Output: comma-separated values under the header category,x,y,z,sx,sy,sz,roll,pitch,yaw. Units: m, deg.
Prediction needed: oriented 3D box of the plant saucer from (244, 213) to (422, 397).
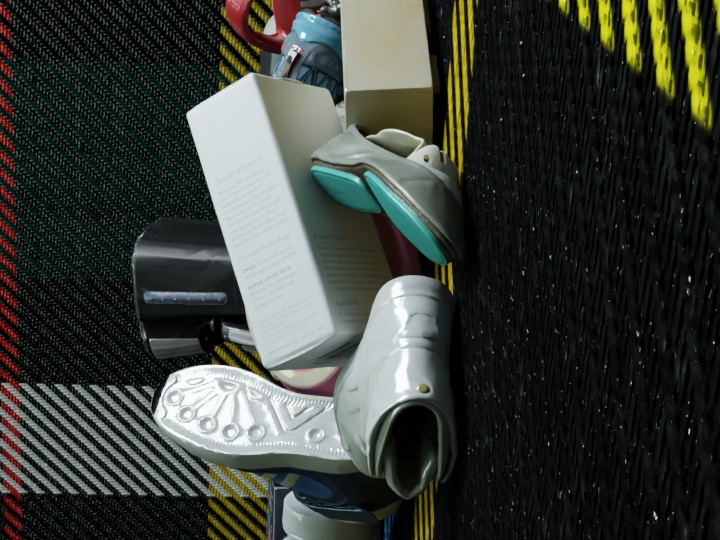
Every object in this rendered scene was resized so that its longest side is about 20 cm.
category,x,y,z,sx,sy,sz,roll,pitch,yaw
plant saucer,-0.032,0.016,1.137,0.200,0.051,0.202,3,94,52

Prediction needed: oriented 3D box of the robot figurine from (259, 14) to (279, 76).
category,x,y,z,sx,sy,sz,roll,pitch,yaw
robot figurine,-0.055,-0.210,1.659,0.150,0.124,0.201,9,98,50

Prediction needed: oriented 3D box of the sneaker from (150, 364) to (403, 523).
category,x,y,z,sx,sy,sz,roll,pitch,yaw
sneaker,-0.059,0.151,1.144,0.147,0.199,0.081,74,-151,-54

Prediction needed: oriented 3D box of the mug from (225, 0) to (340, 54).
category,x,y,z,sx,sy,sz,roll,pitch,yaw
mug,-0.052,-0.284,1.397,0.200,0.177,0.134,92,164,-63

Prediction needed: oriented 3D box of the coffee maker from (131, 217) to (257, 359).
category,x,y,z,sx,sy,sz,roll,pitch,yaw
coffee maker,-0.111,-0.005,1.392,0.135,0.199,0.193,26,-113,-77

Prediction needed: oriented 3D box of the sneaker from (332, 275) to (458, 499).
category,x,y,z,sx,sy,sz,roll,pitch,yaw
sneaker,0.020,0.109,0.948,0.200,0.073,0.116,100,174,-50

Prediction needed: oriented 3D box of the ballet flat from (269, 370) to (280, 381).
category,x,y,z,sx,sy,sz,roll,pitch,yaw
ballet flat,-0.041,0.093,1.254,0.072,0.072,0.201,-100,-13,-66

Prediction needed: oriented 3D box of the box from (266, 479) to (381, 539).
category,x,y,z,sx,sy,sz,roll,pitch,yaw
box,-0.040,0.291,1.399,0.200,0.104,0.183,155,116,-85

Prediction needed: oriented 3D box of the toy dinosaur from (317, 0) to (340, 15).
category,x,y,z,sx,sy,sz,roll,pitch,yaw
toy dinosaur,0.008,-0.218,1.233,0.047,0.088,0.200,-47,19,11

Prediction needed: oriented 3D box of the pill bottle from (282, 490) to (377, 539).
category,x,y,z,sx,sy,sz,roll,pitch,yaw
pill bottle,-0.029,0.293,1.225,0.112,0.111,0.201,-110,22,-77

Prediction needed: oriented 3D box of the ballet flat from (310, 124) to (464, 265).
category,x,y,z,sx,sy,sz,roll,pitch,yaw
ballet flat,0.028,-0.060,0.929,0.067,0.064,0.200,54,170,-27

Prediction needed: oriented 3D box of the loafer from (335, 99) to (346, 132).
category,x,y,z,sx,sy,sz,roll,pitch,yaw
loafer,0.009,-0.113,1.256,0.200,0.072,0.063,-83,-20,-74

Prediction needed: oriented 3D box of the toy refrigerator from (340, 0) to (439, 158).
category,x,y,z,sx,sy,sz,roll,pitch,yaw
toy refrigerator,0.020,-0.170,1.085,0.201,0.070,0.076,-92,0,-46

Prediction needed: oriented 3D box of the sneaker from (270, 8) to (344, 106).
category,x,y,z,sx,sy,sz,roll,pitch,yaw
sneaker,-0.043,-0.164,1.375,0.096,0.079,0.200,-58,-26,-15

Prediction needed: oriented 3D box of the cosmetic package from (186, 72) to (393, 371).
category,x,y,z,sx,sy,sz,roll,pitch,yaw
cosmetic package,-0.045,-0.034,1.032,0.102,0.074,0.201,4,-117,-57
